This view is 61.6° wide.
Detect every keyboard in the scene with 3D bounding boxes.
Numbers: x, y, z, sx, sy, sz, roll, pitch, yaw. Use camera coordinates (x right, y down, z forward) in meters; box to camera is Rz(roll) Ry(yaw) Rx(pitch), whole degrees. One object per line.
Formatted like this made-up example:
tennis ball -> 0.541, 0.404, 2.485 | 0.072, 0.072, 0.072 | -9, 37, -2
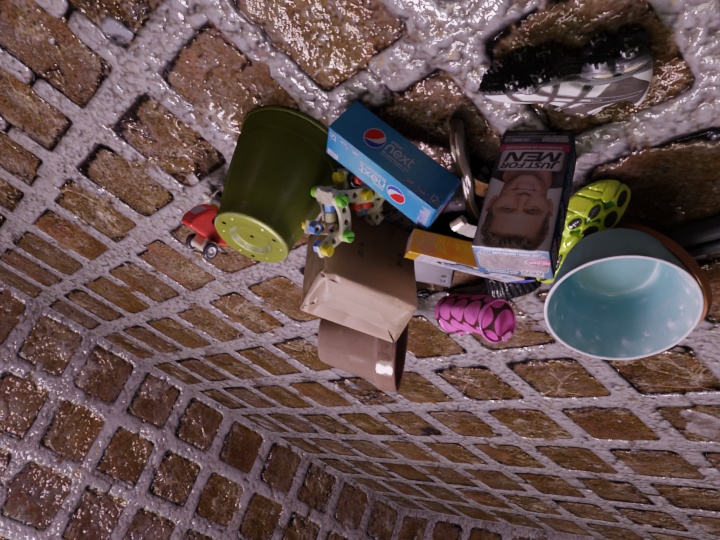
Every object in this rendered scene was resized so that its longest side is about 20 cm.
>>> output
keyboard -> 0.086, -0.001, 1.193 | 0.196, 0.021, 0.129 | 12, 125, 11

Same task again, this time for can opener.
can opener -> 0.502, -0.045, 0.835 | 0.052, 0.067, 0.199 | 35, 154, -22

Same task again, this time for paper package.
paper package -> 0.000, 0.000, 1.062 | 0.188, 0.202, 0.104 | 22, 128, -18

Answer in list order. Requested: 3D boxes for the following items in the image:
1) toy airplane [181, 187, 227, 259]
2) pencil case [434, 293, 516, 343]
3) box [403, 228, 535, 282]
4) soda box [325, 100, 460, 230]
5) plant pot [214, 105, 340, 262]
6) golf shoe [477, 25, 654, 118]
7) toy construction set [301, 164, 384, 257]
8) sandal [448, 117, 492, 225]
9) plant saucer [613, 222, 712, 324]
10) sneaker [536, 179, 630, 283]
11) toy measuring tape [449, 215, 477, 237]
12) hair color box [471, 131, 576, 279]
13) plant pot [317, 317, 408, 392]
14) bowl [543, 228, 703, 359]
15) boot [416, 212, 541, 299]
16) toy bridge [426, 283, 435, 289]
toy airplane -> -0.239, -0.097, 1.202 | 0.197, 0.143, 0.199 | 15, -170, -6
pencil case -> 0.224, 0.094, 1.174 | 0.095, 0.090, 0.200 | 67, 166, -7
box -> 0.168, -0.019, 0.928 | 0.196, 0.042, 0.119 | 12, 177, 1
soda box -> 0.045, -0.154, 0.886 | 0.199, 0.068, 0.064 | 40, 157, 9
plant pot -> -0.143, -0.126, 0.998 | 0.197, 0.195, 0.201 | 16, 152, 9
golf shoe -> 0.237, -0.213, 0.711 | 0.197, 0.079, 0.095 | 2, 147, 34
toy construction set -> -0.008, -0.106, 0.981 | 0.091, 0.199, 0.133 | 15, 113, 28
sandal -> 0.172, -0.144, 0.896 | 0.054, 0.083, 0.201 | -13, 134, 13
plant saucer -> 0.437, 0.006, 0.924 | 0.200, 0.032, 0.201 | 43, 161, 19
sneaker -> 0.322, -0.068, 0.911 | 0.074, 0.084, 0.201 | 39, 133, 4
toy measuring tape -> 0.197, -0.073, 0.886 | 0.198, 0.075, 0.073 | 12, 163, -41
hair color box -> 0.220, -0.092, 0.798 | 0.098, 0.202, 0.061 | 5, 148, 26
plant pot -> 0.004, 0.144, 1.258 | 0.171, 0.203, 0.201 | 4, 149, 10
bowl -> 0.359, 0.021, 0.843 | 0.197, 0.106, 0.203 | 9, 135, 9
boot -> 0.206, -0.020, 1.056 | 0.208, 0.080, 0.158 | 3, 146, 30
toy bridge -> 0.063, -0.002, 1.239 | 0.197, 0.028, 0.068 | 8, 148, 21
